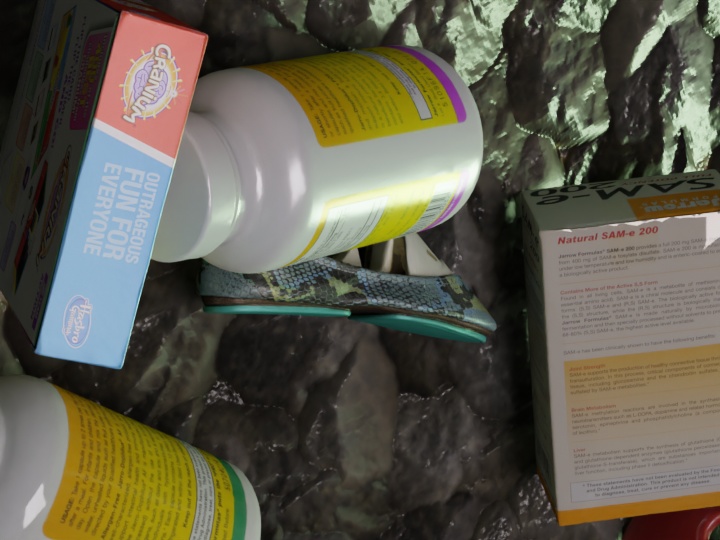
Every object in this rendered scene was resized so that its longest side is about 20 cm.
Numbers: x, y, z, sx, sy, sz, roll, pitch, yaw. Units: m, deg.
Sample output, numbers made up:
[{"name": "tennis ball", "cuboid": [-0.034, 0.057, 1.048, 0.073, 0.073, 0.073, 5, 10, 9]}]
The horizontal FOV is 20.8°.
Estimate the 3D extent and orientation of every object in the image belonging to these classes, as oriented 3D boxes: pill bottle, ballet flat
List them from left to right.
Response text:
[{"name": "pill bottle", "cuboid": [-0.158, 0.120, 1.017, 0.200, 0.113, 0.113, 28, 89, -37]}, {"name": "pill bottle", "cuboid": [-0.033, -0.057, 1.014, 0.200, 0.104, 0.104, -15, 115, -48]}, {"name": "ballet flat", "cuboid": [0.000, 0.000, 1.113, 0.200, 0.074, 0.074, 8, 101, -39]}]

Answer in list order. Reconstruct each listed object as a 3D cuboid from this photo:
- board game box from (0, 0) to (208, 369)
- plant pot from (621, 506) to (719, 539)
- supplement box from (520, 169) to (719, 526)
[{"name": "board game box", "cuboid": [-0.131, -0.054, 0.920, 0.040, 0.200, 0.153, 12, 100, -21]}, {"name": "plant pot", "cuboid": [0.294, 0.238, 1.317, 0.200, 0.182, 0.201, -13, 115, -30]}, {"name": "supplement box", "cuboid": [0.169, 0.047, 1.208, 0.126, 0.074, 0.200, -6, 112, -3]}]
